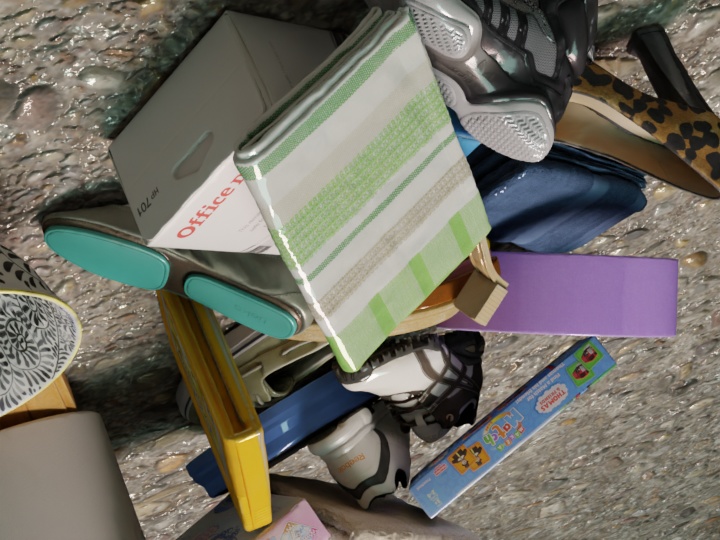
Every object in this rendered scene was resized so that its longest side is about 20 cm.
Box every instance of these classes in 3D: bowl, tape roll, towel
[{"bbox_3d":[-0.061,0.139,1.572,0.200,0.040,0.201,-32,174,-4],"label":"bowl"},{"bbox_3d":[0.162,0.019,1.462,0.198,0.066,0.200,1,179,0],"label":"tape roll"},{"bbox_3d":[0.143,-0.062,1.423,0.111,0.049,0.199,-34,156,29],"label":"towel"},{"bbox_3d":[-0.291,0.030,1.155,0.199,0.095,0.201,-19,155,-9],"label":"bowl"},{"bbox_3d":[-0.281,0.216,1.432,0.201,0.140,0.203,-22,170,-4],"label":"tape roll"},{"bbox_3d":[0.003,-0.049,1.105,0.149,0.031,0.201,-43,137,-19],"label":"towel"},{"bbox_3d":[0.002,0.214,1.512,0.132,0.035,0.200,10,-178,-29],"label":"towel"}]

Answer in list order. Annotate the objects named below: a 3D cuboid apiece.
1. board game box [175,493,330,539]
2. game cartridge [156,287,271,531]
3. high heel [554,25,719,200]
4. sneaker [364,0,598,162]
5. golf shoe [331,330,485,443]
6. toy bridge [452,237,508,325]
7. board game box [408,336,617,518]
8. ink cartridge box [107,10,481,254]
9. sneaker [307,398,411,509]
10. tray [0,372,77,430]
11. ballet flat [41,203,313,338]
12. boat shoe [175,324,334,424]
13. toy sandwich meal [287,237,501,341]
[{"bbox_3d":[-0.140,0.261,1.454,0.199,0.044,0.200,-40,-171,-19],"label":"board game box"},{"bbox_3d":[-0.113,0.087,1.331,0.032,0.177,0.200,-20,155,-12],"label":"game cartridge"},{"bbox_3d":[0.165,-0.090,1.271,0.199,0.143,0.072,-19,155,-11],"label":"high heel"},{"bbox_3d":[0.082,-0.170,1.125,0.114,0.075,0.200,-54,129,-16],"label":"sneaker"},{"bbox_3d":[0.050,0.100,1.493,0.077,0.095,0.199,-8,177,36],"label":"golf shoe"},{"bbox_3d":[0.048,-0.024,1.202,0.200,0.027,0.068,31,93,-50],"label":"toy bridge"},{"bbox_3d":[0.127,0.133,1.519,0.200,0.037,0.151,-39,176,0],"label":"board game box"},{"bbox_3d":[-0.042,-0.083,1.167,0.199,0.086,0.146,5,142,-46],"label":"ink cartridge box"},{"bbox_3d":[0.011,0.160,1.541,0.074,0.080,0.200,-35,175,15],"label":"sneaker"},{"bbox_3d":[-0.279,0.074,1.326,0.098,0.037,0.200,-21,155,-8],"label":"tray"},{"bbox_3d":[-0.122,-0.012,1.232,0.199,0.064,0.067,21,149,-7],"label":"ballet flat"},{"bbox_3d":[-0.085,0.081,1.484,0.072,0.062,0.200,3,144,-46],"label":"boat shoe"},{"bbox_3d":[0.000,0.000,1.341,0.203,0.071,0.205,-5,-168,1],"label":"toy sandwich meal"}]
